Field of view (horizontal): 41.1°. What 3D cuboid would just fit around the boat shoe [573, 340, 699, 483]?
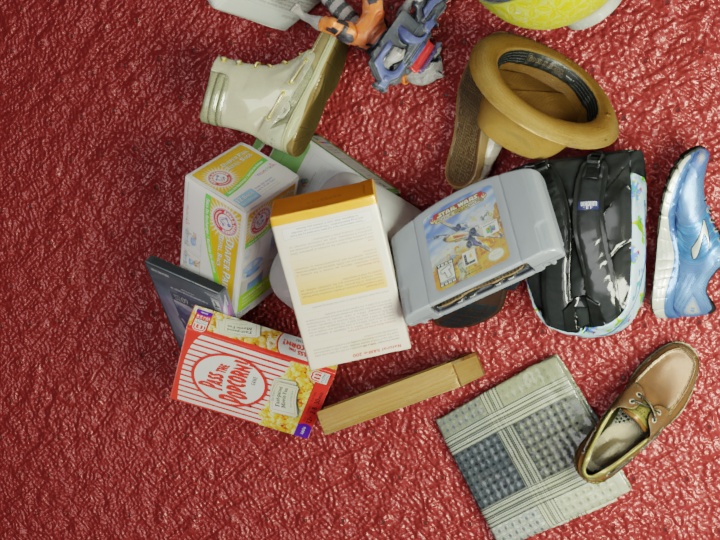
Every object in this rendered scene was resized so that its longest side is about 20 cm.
[{"bbox_3d":[0.326,0.169,1.114,0.072,0.068,0.200,36,94,14],"label":"boat shoe"}]

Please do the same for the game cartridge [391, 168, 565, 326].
[{"bbox_3d":[0.126,-0.031,1.091,0.200,0.042,0.133,-27,56,24],"label":"game cartridge"}]

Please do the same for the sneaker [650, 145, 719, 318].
[{"bbox_3d":[0.383,-0.042,1.092,0.089,0.079,0.200,5,105,17],"label":"sneaker"}]

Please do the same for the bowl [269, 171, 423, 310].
[{"bbox_3d":[0.000,0.000,1.216,0.200,0.075,0.200,30,108,-12],"label":"bowl"}]

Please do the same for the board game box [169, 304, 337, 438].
[{"bbox_3d":[-0.143,0.138,1.279,0.200,0.046,0.152,17,133,-4],"label":"board game box"}]

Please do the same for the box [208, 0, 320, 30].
[{"bbox_3d":[-0.126,-0.443,1.216,0.171,0.200,0.199,-34,81,21],"label":"box"}]

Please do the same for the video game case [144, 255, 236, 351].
[{"bbox_3d":[-0.216,0.078,1.326,0.143,0.019,0.200,21,140,32],"label":"video game case"}]

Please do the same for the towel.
[{"bbox_3d":[0.218,0.230,1.213,0.200,0.035,0.193,-33,78,26],"label":"towel"}]

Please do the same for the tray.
[{"bbox_3d":[0.052,0.158,1.240,0.200,0.099,0.037,-23,84,25],"label":"tray"}]

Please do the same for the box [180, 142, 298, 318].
[{"bbox_3d":[-0.164,-0.050,1.272,0.101,0.112,0.200,32,135,19],"label":"box"}]

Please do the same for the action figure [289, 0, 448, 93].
[{"bbox_3d":[0.038,-0.315,1.208,0.193,0.105,0.200,44,72,-7],"label":"action figure"}]

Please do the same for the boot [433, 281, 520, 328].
[{"bbox_3d":[0.143,-0.002,1.186,0.200,0.075,0.097,127,148,-57],"label":"boot"}]

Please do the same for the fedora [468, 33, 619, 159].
[{"bbox_3d":[0.199,-0.187,1.106,0.201,0.201,0.082,47,133,14],"label":"fedora"}]

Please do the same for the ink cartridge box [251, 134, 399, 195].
[{"bbox_3d":[-0.058,-0.116,1.289,0.200,0.059,0.104,36,109,18],"label":"ink cartridge box"}]

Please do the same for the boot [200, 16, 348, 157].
[{"bbox_3d":[-0.111,-0.261,1.260,0.155,0.072,0.200,20,79,15],"label":"boot"}]

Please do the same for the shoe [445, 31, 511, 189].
[{"bbox_3d":[0.156,-0.196,1.194,0.070,0.053,0.200,23,100,43],"label":"shoe"}]

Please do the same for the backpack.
[{"bbox_3d":[0.263,-0.021,1.116,0.163,0.154,0.200,-9,69,23],"label":"backpack"}]

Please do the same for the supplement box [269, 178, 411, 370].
[{"bbox_3d":[-0.022,0.005,1.139,0.126,0.074,0.200,-12,111,3],"label":"supplement box"}]

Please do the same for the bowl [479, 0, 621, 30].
[{"bbox_3d":[0.241,-0.341,1.094,0.200,0.200,0.108,-35,123,23],"label":"bowl"}]
